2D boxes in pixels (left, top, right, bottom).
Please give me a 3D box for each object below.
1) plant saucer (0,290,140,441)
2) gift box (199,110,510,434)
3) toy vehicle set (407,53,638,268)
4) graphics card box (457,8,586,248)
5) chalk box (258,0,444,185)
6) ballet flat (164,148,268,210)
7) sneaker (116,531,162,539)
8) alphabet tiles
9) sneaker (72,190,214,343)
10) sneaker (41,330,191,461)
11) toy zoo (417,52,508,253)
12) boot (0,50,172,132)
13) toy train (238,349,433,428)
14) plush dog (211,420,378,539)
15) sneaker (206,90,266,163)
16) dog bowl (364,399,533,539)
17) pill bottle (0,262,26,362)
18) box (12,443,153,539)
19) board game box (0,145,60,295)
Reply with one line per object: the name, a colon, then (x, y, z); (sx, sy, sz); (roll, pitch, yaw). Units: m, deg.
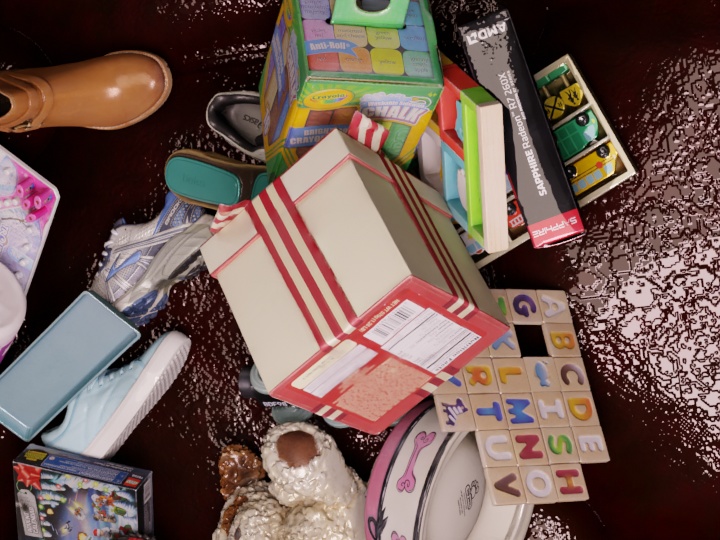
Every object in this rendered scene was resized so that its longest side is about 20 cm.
plant saucer: (-0.295, 0.092, 1.551); (0.070, 0.019, 0.200); (40, 121, -15)
gift box: (-0.010, -0.004, 1.313); (0.184, 0.200, 0.187); (-37, 54, 14)
toy vehicle set: (0.139, -0.092, 1.460); (0.199, 0.026, 0.125); (-32, 86, 18)
graphics card box: (0.141, -0.119, 1.375); (0.051, 0.125, 0.201); (-18, 91, 9)
chalk box: (-0.006, -0.173, 1.359); (0.123, 0.200, 0.125); (1, 57, -15)
ballet flat: (-0.094, -0.074, 1.501); (0.199, 0.063, 0.069); (25, 110, 26)
sneaker: (-0.194, 0.343, 1.542); (0.095, 0.079, 0.201); (-31, 115, 7)
alphabet tiles: (0.135, 0.107, 1.391); (0.008, 0.166, 0.201); (-44, 51, 51)
sneaker: (-0.223, -0.003, 1.567); (0.200, 0.077, 0.085); (-39, 74, 10)
sneaker: (-0.251, 0.123, 1.580); (0.082, 0.074, 0.200); (41, 105, 4)
toy zoo: (0.079, -0.114, 1.376); (0.020, 0.200, 0.132); (-12, 118, -14)
boot: (-0.295, -0.172, 1.519); (0.198, 0.155, 0.077); (0, 95, 17)
toy train: (-0.017, 0.083, 1.489); (0.199, 0.085, 0.115); (-3, 51, 23)
plush dog: (-0.068, 0.250, 1.521); (0.171, 0.160, 0.202); (-8, 77, 35)
sneaker: (-0.056, -0.114, 1.475); (0.199, 0.088, 0.076); (19, 95, 21)
dog bowl: (0.080, 0.204, 1.431); (0.073, 0.200, 0.202); (13, 100, 35)
pill bottle: (-0.416, 0.080, 1.583); (0.112, 0.112, 0.200); (44, 131, 9)
box: (-0.274, 0.280, 1.591); (0.136, 0.040, 0.201); (10, 117, 17)
board game box: (-0.408, -0.057, 1.596); (0.199, 0.026, 0.201); (36, 127, 11)
